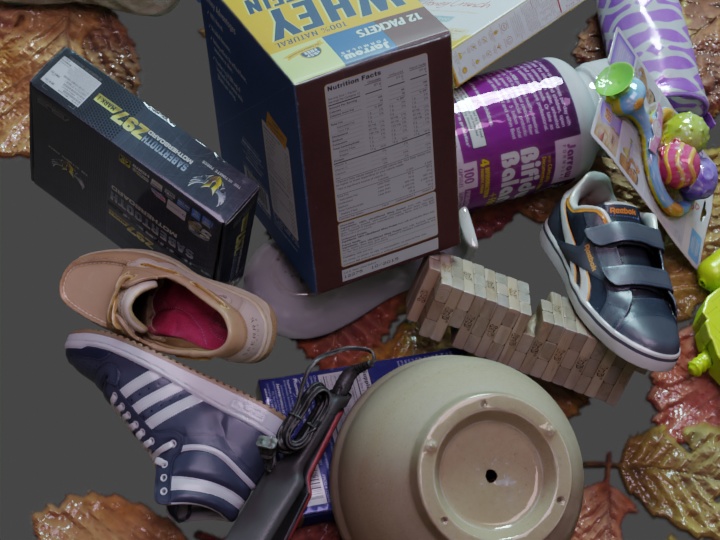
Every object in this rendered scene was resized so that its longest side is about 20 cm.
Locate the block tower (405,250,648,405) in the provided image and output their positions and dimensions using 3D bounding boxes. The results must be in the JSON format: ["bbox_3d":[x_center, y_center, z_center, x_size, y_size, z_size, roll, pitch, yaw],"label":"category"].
[{"bbox_3d":[0.138,0.048,1.562,0.199,0.058,0.054,19,29,-10],"label":"block tower"}]

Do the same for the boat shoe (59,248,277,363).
[{"bbox_3d":[-0.163,0.025,1.506,0.199,0.069,0.074,12,95,27],"label":"boat shoe"}]

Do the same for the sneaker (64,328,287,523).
[{"bbox_3d":[-0.163,0.126,1.494,0.199,0.070,0.109,23,75,15],"label":"sneaker"}]

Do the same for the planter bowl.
[{"bbox_3d":[0.086,0.157,1.447,0.199,0.135,0.202,2,80,-12],"label":"planter bowl"}]

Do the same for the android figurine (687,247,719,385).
[{"bbox_3d":[0.366,0.048,1.632,0.200,0.041,0.182,-37,74,-24],"label":"android figurine"}]

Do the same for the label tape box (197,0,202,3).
[{"bbox_3d":[-0.059,-0.327,1.702,0.144,0.063,0.200,6,50,45],"label":"label tape box"}]

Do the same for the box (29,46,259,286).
[{"bbox_3d":[-0.178,-0.070,1.541,0.200,0.158,0.051,37,64,10],"label":"box"}]

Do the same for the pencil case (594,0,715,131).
[{"bbox_3d":[0.262,-0.217,1.733,0.085,0.084,0.201,10,61,-29],"label":"pencil case"}]

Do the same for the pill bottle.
[{"bbox_3d":[0.134,-0.120,1.642,0.199,0.112,0.113,-16,66,-15],"label":"pill bottle"}]

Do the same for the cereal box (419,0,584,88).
[{"bbox_3d":[0.102,-0.225,1.674,0.200,0.143,0.040,-37,118,-29],"label":"cereal box"}]

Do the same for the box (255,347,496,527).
[{"bbox_3d":[0.024,0.131,1.540,0.198,0.032,0.122,-9,65,-12],"label":"box"}]

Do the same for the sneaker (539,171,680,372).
[{"bbox_3d":[0.212,-0.005,1.570,0.078,0.080,0.200,7,34,-31],"label":"sneaker"}]

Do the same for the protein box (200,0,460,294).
[{"bbox_3d":[-0.025,-0.131,1.536,0.134,0.201,0.199,-19,40,-18],"label":"protein box"}]

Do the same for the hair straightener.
[{"bbox_3d":[-0.047,0.140,1.458,0.041,0.077,0.201,26,76,27],"label":"hair straightener"}]

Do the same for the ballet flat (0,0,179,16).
[{"bbox_3d":[-0.255,-0.270,1.687,0.198,0.062,0.068,5,62,-6],"label":"ballet flat"}]

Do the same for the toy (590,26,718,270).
[{"bbox_3d":[0.266,-0.104,1.618,0.200,0.047,0.116,43,51,-37],"label":"toy"}]

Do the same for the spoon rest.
[{"bbox_3d":[0.000,0.000,1.599,0.198,0.061,0.100,-13,64,0],"label":"spoon rest"}]
